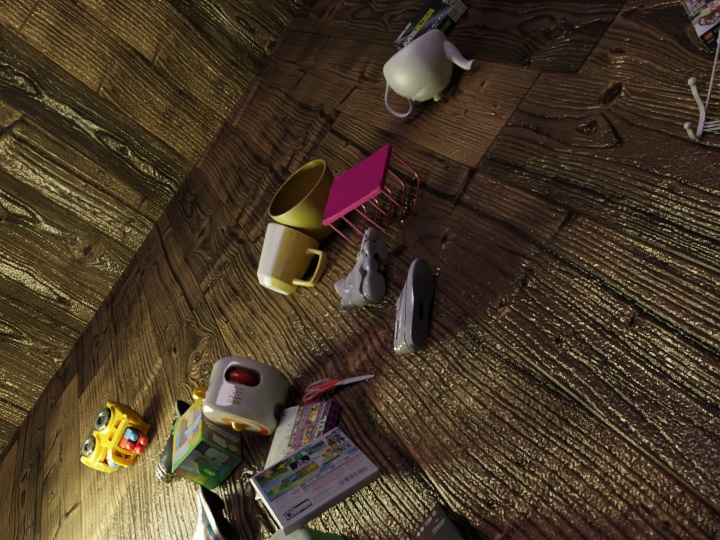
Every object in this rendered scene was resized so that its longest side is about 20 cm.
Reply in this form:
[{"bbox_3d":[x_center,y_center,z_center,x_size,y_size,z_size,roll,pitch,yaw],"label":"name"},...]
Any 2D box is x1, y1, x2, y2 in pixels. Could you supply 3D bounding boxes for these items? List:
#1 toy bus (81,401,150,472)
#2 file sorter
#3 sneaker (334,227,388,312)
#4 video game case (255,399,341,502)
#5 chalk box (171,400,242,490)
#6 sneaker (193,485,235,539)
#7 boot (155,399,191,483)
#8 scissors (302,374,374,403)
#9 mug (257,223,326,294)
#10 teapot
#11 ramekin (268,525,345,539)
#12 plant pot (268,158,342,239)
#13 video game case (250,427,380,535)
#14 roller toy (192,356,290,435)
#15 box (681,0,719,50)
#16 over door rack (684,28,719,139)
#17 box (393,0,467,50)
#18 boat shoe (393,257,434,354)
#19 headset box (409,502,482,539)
[{"bbox_3d":[-0.721,0.524,2.191,0.189,0.135,0.204,15,75,43],"label":"toy bus"},{"bbox_3d":[0.029,-0.168,1.710,0.198,0.125,0.142,-27,39,40],"label":"file sorter"},{"bbox_3d":[0.000,0.000,1.637,0.114,0.075,0.204,-29,42,35],"label":"sneaker"},{"bbox_3d":[-0.129,0.375,1.500,0.179,0.035,0.204,-22,44,46],"label":"video game case"},{"bbox_3d":[-0.363,0.423,1.723,0.124,0.123,0.202,-44,30,18],"label":"chalk box"},{"bbox_3d":[-0.345,0.562,1.610,0.094,0.070,0.199,-50,31,-2],"label":"sneaker"},{"bbox_3d":[-0.497,0.454,1.951,0.155,0.073,0.204,-56,29,6],"label":"boot"},{"bbox_3d":[-0.044,0.232,1.529,0.197,0.014,0.073,-26,12,27],"label":"scissors"},{"bbox_3d":[-0.193,-0.023,1.897,0.185,0.147,0.157,3,70,64],"label":"mug"},{"bbox_3d":[0.158,-0.492,1.828,0.195,0.148,0.200,-32,5,-9],"label":"teapot"},{"bbox_3d":[-0.106,0.537,1.239,0.199,0.097,0.203,-37,34,31],"label":"ramekin"},{"bbox_3d":[-0.123,-0.168,1.911,0.198,0.142,0.202,-33,29,21],"label":"plant pot"},{"bbox_3d":[-0.085,0.379,1.332,0.197,0.022,0.181,-27,24,-19],"label":"video game case"},{"bbox_3d":[-0.258,0.287,1.626,0.180,0.198,0.143,-16,52,47],"label":"roller toy"},{"bbox_3d":[0.629,-0.467,1.176,0.198,0.037,0.139,-35,35,34],"label":"box"},{"bbox_3d":[0.569,-0.297,1.068,0.146,0.066,0.204,3,63,57],"label":"over door rack"},{"bbox_3d":[0.195,-0.694,2.062,0.201,0.047,0.194,-50,32,12],"label":"box"},{"bbox_3d":[0.097,0.067,1.424,0.064,0.073,0.204,-21,43,39],"label":"boat shoe"},{"bbox_3d":[0.128,0.448,0.993,0.150,0.077,0.200,-54,27,4],"label":"headset box"}]
